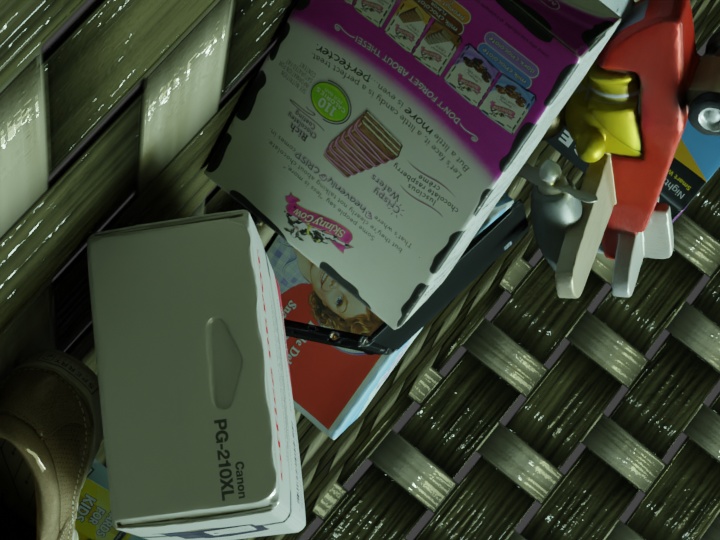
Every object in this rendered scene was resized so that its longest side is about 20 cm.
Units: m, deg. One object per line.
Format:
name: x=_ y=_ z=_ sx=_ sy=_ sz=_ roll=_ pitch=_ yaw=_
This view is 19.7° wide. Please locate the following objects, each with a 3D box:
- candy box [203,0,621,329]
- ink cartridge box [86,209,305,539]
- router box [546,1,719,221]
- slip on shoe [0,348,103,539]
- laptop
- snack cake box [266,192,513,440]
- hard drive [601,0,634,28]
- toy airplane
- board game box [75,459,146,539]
candy box: x=0.022 y=-0.087 z=1.049 sx=0.061 sy=0.136 sz=0.200 roll=-41 pitch=168 yaw=-52
ink cartridge box: x=-0.081 y=0.063 z=1.066 sx=0.084 sy=0.146 sz=0.200 roll=-7 pitch=170 yaw=1
router box: x=0.227 y=-0.147 z=1.774 sx=0.149 sy=0.200 sz=0.051 roll=-47 pitch=174 yaw=-32
slip on shoe: x=-0.179 y=0.126 z=1.066 sx=0.061 sy=0.076 sz=0.201 roll=-51 pitch=172 yaw=-47
laptop: x=-0.006 y=-0.004 z=1.264 sx=0.177 sy=0.198 sz=0.104 roll=38 pitch=64 yaw=-82
snack cake box: x=0.000 y=0.000 z=1.417 sx=0.200 sy=0.115 sz=0.067 roll=-55 pitch=172 yaw=25
hard drive: x=0.094 y=-0.151 z=1.166 sx=0.140 sy=0.033 sz=0.200 roll=-49 pitch=159 yaw=-8
toy airplane: x=0.157 y=-0.082 z=1.338 sx=0.200 sy=0.140 sz=0.200 roll=-32 pitch=141 yaw=-85
board game box: x=-0.149 y=0.212 z=1.185 sx=0.151 sy=0.200 sz=0.047 roll=-48 pitch=172 yaw=-28
